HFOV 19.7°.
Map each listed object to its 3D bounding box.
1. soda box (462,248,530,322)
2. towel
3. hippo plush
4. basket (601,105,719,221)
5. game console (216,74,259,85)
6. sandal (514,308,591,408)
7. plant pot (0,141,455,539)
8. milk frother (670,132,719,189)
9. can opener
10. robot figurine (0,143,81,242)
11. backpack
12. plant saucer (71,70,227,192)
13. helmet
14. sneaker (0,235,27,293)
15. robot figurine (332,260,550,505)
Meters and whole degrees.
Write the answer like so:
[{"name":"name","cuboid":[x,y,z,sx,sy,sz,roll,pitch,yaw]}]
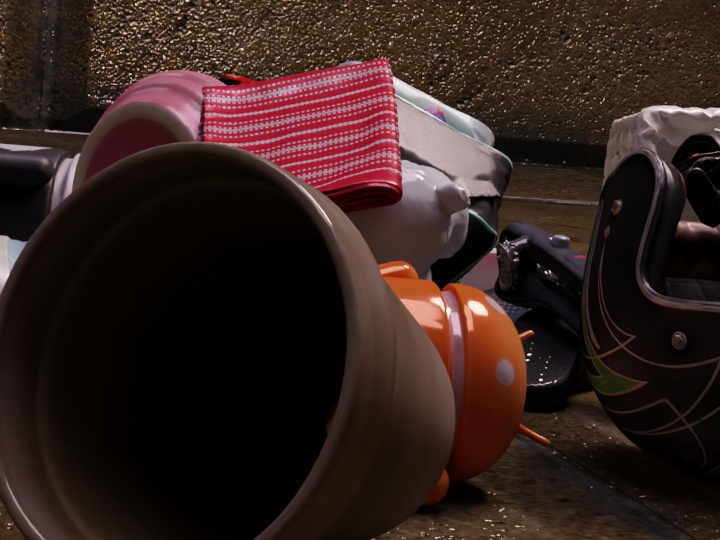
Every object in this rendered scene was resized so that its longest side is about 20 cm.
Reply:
[{"name":"soda box","cuboid":[0.067,0.012,1.732,0.199,0.069,0.064,5,4,8]},{"name":"towel","cuboid":[-0.045,-0.088,1.412,0.144,0.023,0.200,-10,31,4]},{"name":"hippo plush","cuboid":[0.000,0.000,1.429,0.159,0.162,0.200,8,8,19]},{"name":"basket","cuboid":[0.306,-0.035,1.762,0.197,0.201,0.161,4,4,-8]},{"name":"game console","cuboid":[-0.115,-0.056,1.642,0.031,0.201,0.177,19,3,-23]},{"name":"sandal","cuboid":[0.139,0.067,1.505,0.075,0.048,0.200,10,21,23]},{"name":"plant pot","cuboid":[-0.046,0.059,0.962,0.199,0.201,0.173,10,-8,31]},{"name":"milk frother","cuboid":[0.316,0.007,1.468,0.188,0.201,0.180,-1,6,-42]},{"name":"can opener","cuboid":[0.155,0.012,1.490,0.078,0.064,0.200,-6,18,-20]},{"name":"robot figurine","cuboid":[-0.287,-0.044,1.702,0.199,0.126,0.150,5,10,3]},{"name":"backpack","cuboid":[0.004,-0.048,1.597,0.175,0.200,0.154,25,40,-12]},{"name":"plant saucer","cuboid":[-0.149,-0.050,1.547,0.200,0.202,0.051,11,7,40]},{"name":"helmet","cuboid":[0.224,0.032,1.247,0.199,0.192,0.200,-3,-27,-2]},{"name":"sneaker","cuboid":[-0.240,0.008,1.543,0.081,0.074,0.200,2,9,-4]},{"name":"robot figurine","cuboid":[0.006,0.059,1.158,0.199,0.117,0.144,4,7,-11]}]
